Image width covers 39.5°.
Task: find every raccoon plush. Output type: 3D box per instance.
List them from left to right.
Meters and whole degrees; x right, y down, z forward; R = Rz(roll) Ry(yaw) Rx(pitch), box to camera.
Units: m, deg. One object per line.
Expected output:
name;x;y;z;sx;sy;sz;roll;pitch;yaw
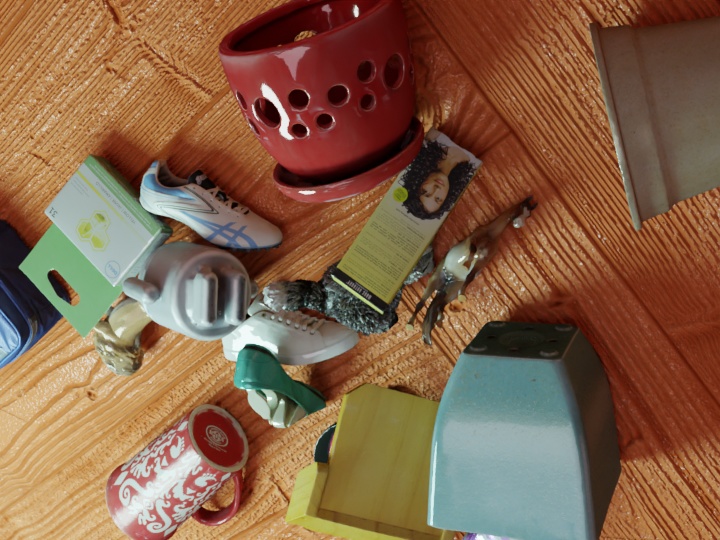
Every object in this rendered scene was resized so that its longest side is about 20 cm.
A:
raccoon plush;0.000;0.000;1.165;0.097;0.198;0.135;51;130;33

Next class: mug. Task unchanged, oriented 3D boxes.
mug;-0.248;0.293;1.471;0.200;0.176;0.135;-42;58;30

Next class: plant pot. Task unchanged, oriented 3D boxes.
plant pot;-0.029;-0.187;1.068;0.198;0.201;0.185;-7;120;27
plant pot;0.189;0.170;1.159;0.193;0.196;0.204;1;106;23
plant pot;0.326;-0.157;0.939;0.181;0.201;0.203;-13;110;16

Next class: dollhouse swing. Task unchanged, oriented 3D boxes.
dollhouse swing;0.025;0.262;1.326;0.197;0.179;0.182;15;160;-11

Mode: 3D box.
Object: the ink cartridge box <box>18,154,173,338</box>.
ink cartridge box;-0.361;-0.030;1.327;0.145;0.048;0.200;44;100;10

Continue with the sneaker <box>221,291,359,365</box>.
sneaker;-0.099;0.072;1.300;0.197;0.073;0.086;-3;109;22

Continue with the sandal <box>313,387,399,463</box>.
sandal;-0.006;0.231;1.355;0.075;0.045;0.200;41;124;-2

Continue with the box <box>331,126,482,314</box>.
box;0.052;-0.055;1.118;0.075;0.050;0.202;33;88;4

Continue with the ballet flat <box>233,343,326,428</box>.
ballet flat;-0.108;0.162;1.291;0.066;0.071;0.200;6;156;28

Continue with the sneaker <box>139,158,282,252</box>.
sneaker;-0.188;-0.080;1.267;0.197;0.072;0.073;23;114;8

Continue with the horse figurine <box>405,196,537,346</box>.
horse figurine;0.116;0.003;1.153;0.050;0.133;0.201;35;137;-1

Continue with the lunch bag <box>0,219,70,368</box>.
lunch bag;-0.540;0.034;1.444;0.135;0.132;0.201;-37;97;33

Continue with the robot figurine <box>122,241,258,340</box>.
robot figurine;-0.212;0.024;1.273;0.199;0.167;0.115;11;96;55

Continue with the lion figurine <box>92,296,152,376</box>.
lion figurine;-0.315;0.059;1.393;0.122;0.073;0.200;44;122;-6

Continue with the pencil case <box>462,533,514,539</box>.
pencil case;0.172;0.352;1.303;0.084;0.084;0.202;9;124;-20
